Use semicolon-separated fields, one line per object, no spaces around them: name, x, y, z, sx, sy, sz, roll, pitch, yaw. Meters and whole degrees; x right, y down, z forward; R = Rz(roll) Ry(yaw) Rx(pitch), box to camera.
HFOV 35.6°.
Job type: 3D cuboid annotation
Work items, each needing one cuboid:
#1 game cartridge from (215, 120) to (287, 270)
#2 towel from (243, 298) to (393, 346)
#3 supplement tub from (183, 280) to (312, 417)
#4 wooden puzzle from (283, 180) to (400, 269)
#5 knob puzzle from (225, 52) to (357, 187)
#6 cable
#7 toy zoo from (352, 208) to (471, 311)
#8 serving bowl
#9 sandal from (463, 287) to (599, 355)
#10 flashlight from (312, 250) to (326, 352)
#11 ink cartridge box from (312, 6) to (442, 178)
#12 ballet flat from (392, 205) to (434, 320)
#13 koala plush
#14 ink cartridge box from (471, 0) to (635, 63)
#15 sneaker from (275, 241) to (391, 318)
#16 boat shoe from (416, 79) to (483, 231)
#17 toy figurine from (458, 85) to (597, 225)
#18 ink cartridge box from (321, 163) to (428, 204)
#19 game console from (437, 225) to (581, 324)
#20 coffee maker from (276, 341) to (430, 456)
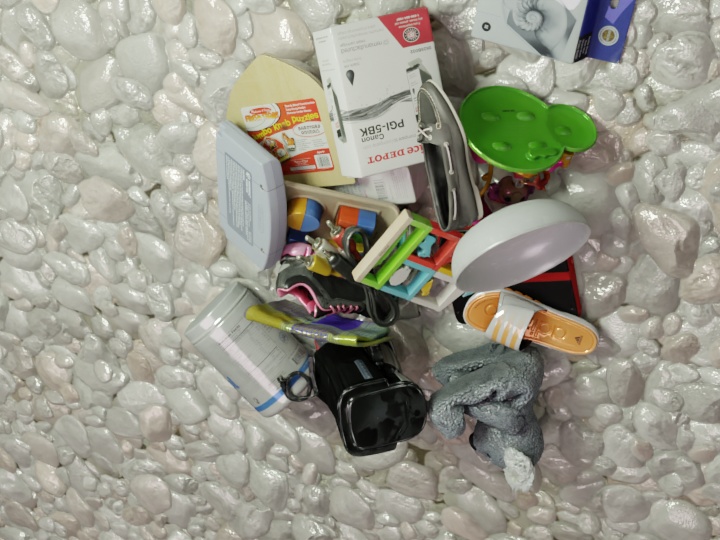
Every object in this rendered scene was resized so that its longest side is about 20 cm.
game cartridge;-0.157;-0.103;1.618;0.133;0.040;0.201;44;146;34
towel;-0.064;0.078;1.685;0.198;0.143;0.023;14;99;25
supplement tub;-0.178;0.131;1.848;0.200;0.132;0.132;46;125;-9
wooden puzzle;-0.054;-0.060;1.664;0.198;0.047;0.186;15;153;-5
knob puzzle;-0.104;-0.214;1.590;0.218;0.030;0.221;13;123;20
cable;0.000;0.000;1.643;0.097;0.050;0.200;-46;128;4
toy zoo;0.102;-0.007;1.626;0.199;0.021;0.131;20;124;-35
serving bowl;0.211;-0.043;1.536;0.200;0.199;0.066;-35;66;34
sandal;0.252;0.084;1.657;0.205;0.059;0.080;15;117;7
flashlight;-0.063;0.061;1.798;0.067;0.068;0.201;-5;118;26
ink cartridge box;0.033;-0.236;1.500;0.146;0.083;0.202;-16;102;-16
ballet flat;0.081;-0.012;1.709;0.063;0.068;0.202;0;124;-10
koala plush;0.222;0.229;1.726;0.182;0.178;0.201;-20;107;17
ink cartridge box;0.253;-0.369;1.426;0.198;0.041;0.201;16;124;12
sneaker;-0.044;0.040;1.687;0.199;0.096;0.079;26;144;-17
boat shoe;0.106;-0.144;1.459;0.067;0.057;0.202;22;135;63
toy figurine;0.204;-0.137;1.550;0.198;0.151;0.185;-5;146;-19
ink cartridge box;-0.012;-0.156;1.645;0.198;0.067;0.118;-3;117;24
game console;0.220;0.001;1.675;0.198;0.031;0.178;-3;123;24
coffee maker;-0.009;0.196;1.716;0.191;0.200;0.135;-33;110;0
